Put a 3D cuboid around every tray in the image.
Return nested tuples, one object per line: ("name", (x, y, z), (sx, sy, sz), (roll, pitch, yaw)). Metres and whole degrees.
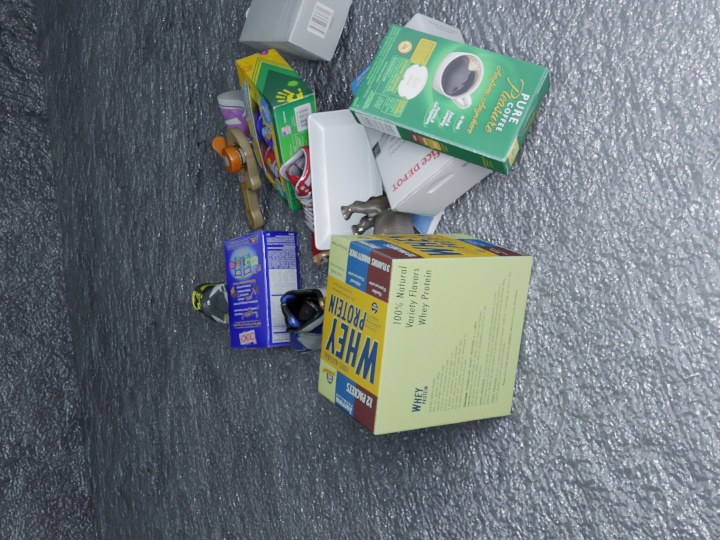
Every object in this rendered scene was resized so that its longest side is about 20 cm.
("tray", (-0.019, -0.134, 1.248), (0.022, 0.106, 0.202), (5, -99, -77))

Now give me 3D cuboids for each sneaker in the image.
("sneaker", (-0.180, -0.263, 1.547), (0.200, 0.072, 0.115), (21, 129, 51))
("sneaker", (-0.284, 0.062, 1.624), (0.200, 0.084, 0.075), (-55, -41, -86))
("sneaker", (-0.085, 0.068, 1.345), (0.199, 0.114, 0.081), (-40, 58, 52))
("sneaker", (-0.075, -0.102, 1.322), (0.071, 0.112, 0.202), (41, 125, 50))

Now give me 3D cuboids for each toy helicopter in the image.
("toy helicopter", (-0.213, -0.168, 1.561), (0.132, 0.078, 0.201), (40, 146, 47))

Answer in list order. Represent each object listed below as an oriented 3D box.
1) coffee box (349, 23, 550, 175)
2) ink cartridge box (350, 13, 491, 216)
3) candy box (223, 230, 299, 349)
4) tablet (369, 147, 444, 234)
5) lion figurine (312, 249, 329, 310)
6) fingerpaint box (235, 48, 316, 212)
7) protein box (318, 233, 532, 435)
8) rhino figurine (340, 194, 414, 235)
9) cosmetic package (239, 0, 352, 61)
("coffee box", (0.099, -0.195, 0.963), (0.199, 0.044, 0.124), (21, 77, 21))
("ink cartridge box", (0.082, -0.190, 1.071), (0.144, 0.084, 0.202), (-38, 59, 41))
("candy box", (-0.176, 0.038, 1.528), (0.169, 0.076, 0.202), (-8, 84, 58))
("tablet", (0.068, -0.151, 1.182), (0.200, 0.014, 0.131), (53, 134, 42))
("lion figurine", (0.000, 0.000, 1.239), (0.122, 0.073, 0.201), (-24, 55, 13))
("fingerpaint box", (-0.126, -0.224, 1.369), (0.167, 0.073, 0.201), (54, 158, 43))
("protein box", (0.073, 0.066, 1.006), (0.135, 0.198, 0.201), (24, 111, 55))
("rhino figurine", (0.048, -0.014, 1.149), (0.060, 0.087, 0.201), (44, -158, -70))
("cosmetic package", (-0.109, -0.401, 1.373), (0.200, 0.090, 0.108), (28, 99, 58))
